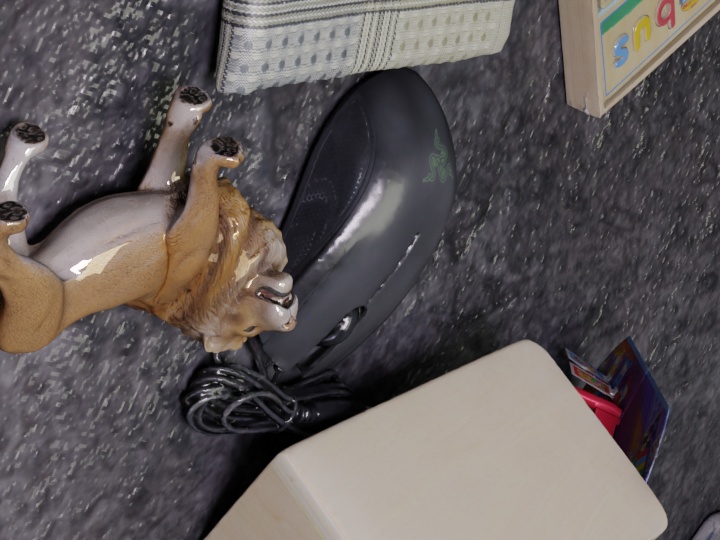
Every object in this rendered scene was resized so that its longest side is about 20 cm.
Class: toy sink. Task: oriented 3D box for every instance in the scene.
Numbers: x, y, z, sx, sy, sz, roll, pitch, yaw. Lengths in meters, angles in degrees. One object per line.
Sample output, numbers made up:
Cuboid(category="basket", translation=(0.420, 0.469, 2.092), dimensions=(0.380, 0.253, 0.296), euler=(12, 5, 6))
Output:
Cuboid(category="toy sink", translation=(0.038, 0.140, 1.170), dimensions=(0.199, 0.131, 0.112), euler=(-23, 160, -44))

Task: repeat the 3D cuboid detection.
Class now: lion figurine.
Cuboid(category="lion figurine", translation=(-0.111, -0.005, 0.964), dimensions=(0.199, 0.073, 0.123), euler=(-11, 135, -34))

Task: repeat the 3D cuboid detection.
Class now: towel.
Cuboid(category="towel", translation=(0.015, -0.182, 1.041), dimensions=(0.199, 0.034, 0.194), euler=(-13, 119, -47))

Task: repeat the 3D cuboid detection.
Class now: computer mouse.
Cuboid(category="computer mouse", translation=(0.000, 0.000, 1.118), dimensions=(0.138, 0.053, 0.201), euler=(13, 101, -55))

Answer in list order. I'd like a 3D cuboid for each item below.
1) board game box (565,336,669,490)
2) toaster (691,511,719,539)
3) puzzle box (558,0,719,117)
Cuboid(category="board game box", translation=(0.112, 0.117, 1.298), dimensions=(0.159, 0.039, 0.200), euler=(-62, -171, 13))
Cuboid(category="toaster", translation=(0.298, 0.255, 1.628), dimensions=(0.114, 0.129, 0.200), euler=(-55, 146, -13))
Cuboid(category="puzzle box", translation=(0.178, -0.191, 1.254), dimensions=(0.200, 0.025, 0.134), euler=(-42, 142, -29))
